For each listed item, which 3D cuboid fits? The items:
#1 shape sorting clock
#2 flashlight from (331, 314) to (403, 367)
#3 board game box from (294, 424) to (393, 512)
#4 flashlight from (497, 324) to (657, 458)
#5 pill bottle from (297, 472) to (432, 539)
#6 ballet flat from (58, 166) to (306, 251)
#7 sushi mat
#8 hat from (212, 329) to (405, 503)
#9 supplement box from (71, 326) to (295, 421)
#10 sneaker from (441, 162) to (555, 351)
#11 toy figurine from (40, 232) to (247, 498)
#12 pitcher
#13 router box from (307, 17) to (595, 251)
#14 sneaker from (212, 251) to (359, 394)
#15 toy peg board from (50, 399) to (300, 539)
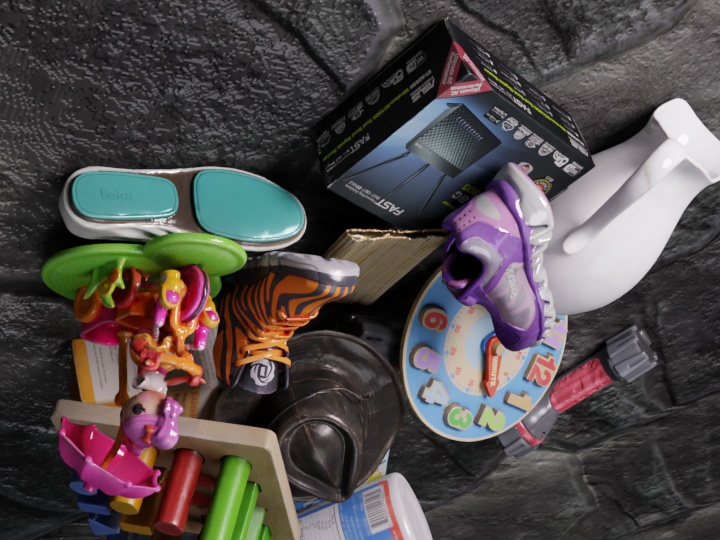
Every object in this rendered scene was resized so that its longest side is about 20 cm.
[{"bbox_3d":[0.124,0.070,1.229,0.198,0.039,0.203,-12,112,-32],"label":"shape sorting clock"},{"bbox_3d":[0.056,0.088,1.264,0.198,0.068,0.069,12,100,-37],"label":"flashlight"},{"bbox_3d":[-0.035,0.184,1.329,0.102,0.106,0.201,-10,144,-12],"label":"board game box"},{"bbox_3d":[0.239,0.137,1.430,0.199,0.068,0.068,-34,147,22],"label":"flashlight"},{"bbox_3d":[-0.031,0.292,1.288,0.198,0.113,0.112,-24,145,9],"label":"pill bottle"},{"bbox_3d":[-0.143,-0.046,1.014,0.197,0.070,0.070,4,139,-23],"label":"ballet flat"},{"bbox_3d":[0.000,0.000,1.115,0.094,0.012,0.200,-2,163,-21],"label":"sushi mat"},{"bbox_3d":[-0.036,0.158,1.161,0.198,0.081,0.203,-9,125,-14],"label":"hat"},{"bbox_3d":[-0.170,0.117,1.200,0.197,0.074,0.127,-7,143,-18],"label":"supplement box"},{"bbox_3d":[0.108,0.003,1.054,0.088,0.081,0.201,-29,142,-13],"label":"sneaker"},{"bbox_3d":[-0.172,0.085,1.006,0.199,0.187,0.149,-17,153,40],"label":"toy figurine"},{"bbox_3d":[0.215,-0.049,1.101,0.200,0.122,0.171,-44,169,26],"label":"pitcher"},{"bbox_3d":[0.078,-0.098,1.039,0.149,0.063,0.199,-37,142,25],"label":"router box"},{"bbox_3d":[-0.063,0.046,1.047,0.077,0.114,0.199,8,173,-26],"label":"sneaker"},{"bbox_3d":[-0.168,0.218,1.122,0.196,0.099,0.201,7,144,10],"label":"toy peg board"}]
